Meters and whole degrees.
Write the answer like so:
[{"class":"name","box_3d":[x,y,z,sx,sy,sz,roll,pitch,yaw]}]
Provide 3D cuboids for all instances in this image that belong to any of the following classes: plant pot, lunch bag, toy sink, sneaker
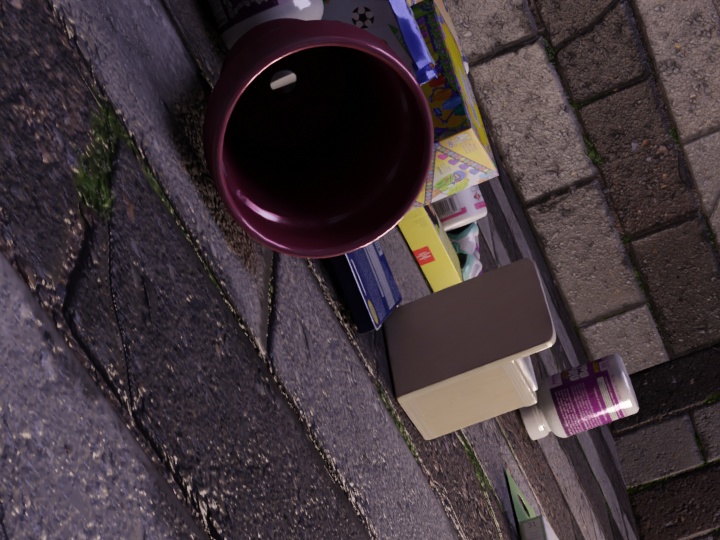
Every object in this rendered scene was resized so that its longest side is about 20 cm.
[{"class":"plant pot","box_3d":[-0.051,-0.139,1.171,0.201,0.198,0.179,61,0,-31]},{"class":"lunch bag","box_3d":[-0.014,-0.264,1.420,0.123,0.199,0.171,-36,106,-34]},{"class":"toy sink","box_3d":[0.141,0.095,1.548,0.112,0.198,0.131,55,18,-45]},{"class":"sneaker","box_3d":[0.172,0.008,2.127,0.201,0.077,0.141,-76,145,-54]}]

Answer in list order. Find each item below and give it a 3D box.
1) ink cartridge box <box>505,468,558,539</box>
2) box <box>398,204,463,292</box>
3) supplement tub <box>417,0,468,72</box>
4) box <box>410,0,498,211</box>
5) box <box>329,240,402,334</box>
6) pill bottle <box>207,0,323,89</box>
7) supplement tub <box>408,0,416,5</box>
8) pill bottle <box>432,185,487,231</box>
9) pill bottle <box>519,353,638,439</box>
[{"class":"ink cartridge box","box_3d":[0.279,0.412,1.981,0.202,0.047,0.146,-95,160,-43]},{"class":"box","box_3d":[0.097,-0.053,1.938,0.076,0.050,0.201,-96,161,-50]},{"class":"supplement tub","box_3d":[0.093,-0.411,2.278,0.144,0.143,0.202,-14,84,-77]},{"class":"box","box_3d":[0.042,-0.189,1.595,0.122,0.191,0.202,48,25,-58]},{"class":"box","box_3d":[0.000,0.000,1.480,0.200,0.032,0.122,-40,109,-78]},{"class":"pill bottle","box_3d":[-0.103,-0.290,1.322,0.112,0.111,0.202,-36,104,-77]},{"class":"supplement tub","box_3d":[-0.015,-0.391,1.780,0.200,0.144,0.147,41,30,-66]},{"class":"pill bottle","box_3d":[0.113,-0.161,2.036,0.113,0.112,0.202,-12,82,-77]},{"class":"pill bottle","box_3d":[0.388,0.232,2.340,0.112,0.198,0.114,-21,90,-78]}]
